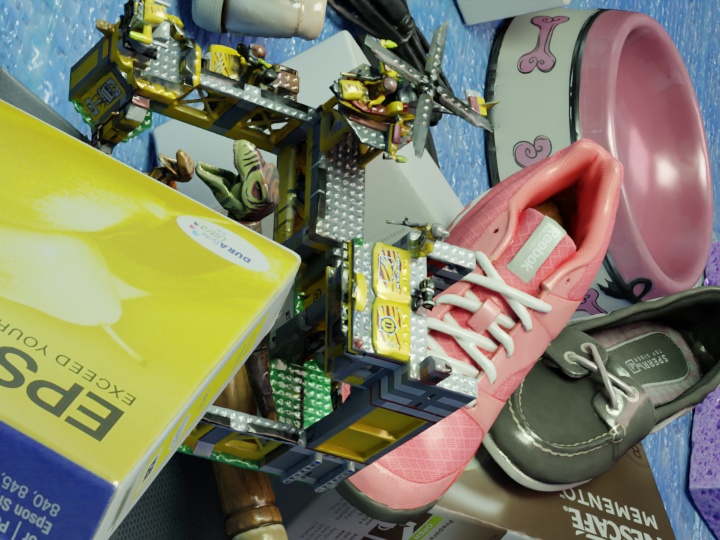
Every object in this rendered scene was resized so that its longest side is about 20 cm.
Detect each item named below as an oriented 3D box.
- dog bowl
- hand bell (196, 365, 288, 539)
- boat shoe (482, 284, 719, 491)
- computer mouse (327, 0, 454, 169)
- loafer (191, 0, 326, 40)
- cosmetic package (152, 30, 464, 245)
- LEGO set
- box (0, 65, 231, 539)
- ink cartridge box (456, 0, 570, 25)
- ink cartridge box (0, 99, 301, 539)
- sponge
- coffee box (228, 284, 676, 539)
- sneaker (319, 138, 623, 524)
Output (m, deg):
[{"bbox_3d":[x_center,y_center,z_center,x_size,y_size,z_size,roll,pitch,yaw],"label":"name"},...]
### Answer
[{"bbox_3d":[0.146,-0.063,1.493,0.200,0.073,0.202,31,55,-58],"label":"dog bowl"},{"bbox_3d":[-0.043,0.089,0.965,0.104,0.104,0.201,13,58,-62],"label":"hand bell"},{"bbox_3d":[0.114,0.042,1.110,0.067,0.057,0.200,50,29,13],"label":"boat shoe"},{"bbox_3d":[0.013,-0.062,1.246,0.139,0.052,0.201,54,37,-44],"label":"computer mouse"},{"bbox_3d":[-0.015,-0.163,1.191,0.200,0.063,0.072,-58,164,-49],"label":"loafer"},{"bbox_3d":[0.000,0.000,1.130,0.200,0.101,0.072,55,14,-43],"label":"cosmetic package"},{"bbox_3d":[-0.029,-0.019,0.909,0.153,0.116,0.201,25,54,-24],"label":"LEGO set"},{"bbox_3d":[-0.112,0.037,0.964,0.200,0.051,0.159,44,44,-52],"label":"box"},{"bbox_3d":[0.065,-0.253,1.396,0.201,0.067,0.117,65,30,-32],"label":"ink cartridge box"},{"bbox_3d":[-0.143,0.008,0.775,0.047,0.197,0.200,-65,173,32],"label":"ink cartridge box"},{"bbox_3d":[0.258,0.089,1.718,0.112,0.030,0.201,52,38,-44],"label":"sponge"},{"bbox_3d":[0.034,0.091,1.090,0.199,0.080,0.115,22,38,-34],"label":"coffee box"},{"bbox_3d":[0.044,0.013,1.005,0.074,0.087,0.200,37,49,-2],"label":"sneaker"}]
